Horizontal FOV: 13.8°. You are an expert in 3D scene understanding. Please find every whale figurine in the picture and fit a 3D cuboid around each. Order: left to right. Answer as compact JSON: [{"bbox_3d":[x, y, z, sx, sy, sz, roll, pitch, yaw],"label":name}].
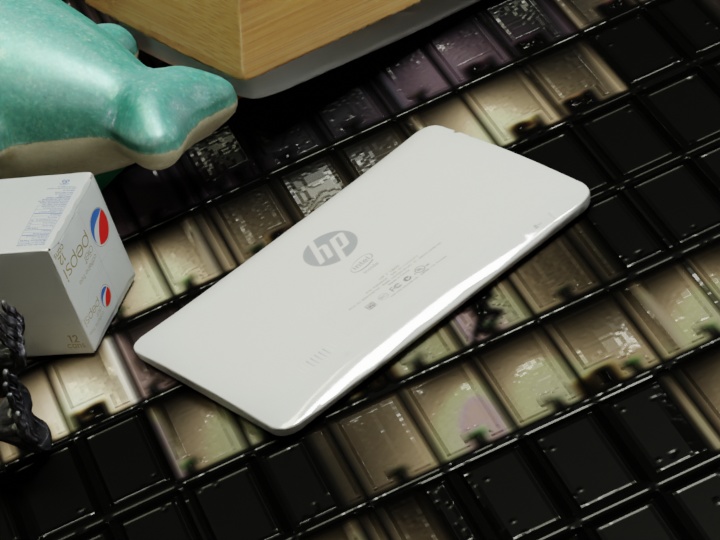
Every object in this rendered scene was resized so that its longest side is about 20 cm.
[{"bbox_3d":[-0.165,-0.101,1.521,0.200,0.104,0.159,8,31,32],"label":"whale figurine"}]

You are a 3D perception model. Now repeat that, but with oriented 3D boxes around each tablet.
[{"bbox_3d":[0.000,0.000,1.412,0.200,0.014,0.130,-37,36,-23],"label":"tablet"}]

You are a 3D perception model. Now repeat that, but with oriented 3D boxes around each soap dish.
[{"bbox_3d":[-0.029,-0.175,1.589,0.200,0.081,0.157,-27,33,-27],"label":"soap dish"}]

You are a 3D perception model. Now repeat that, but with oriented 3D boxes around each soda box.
[{"bbox_3d":[-0.219,0.002,1.479,0.200,0.068,0.064,-4,38,24],"label":"soda box"}]

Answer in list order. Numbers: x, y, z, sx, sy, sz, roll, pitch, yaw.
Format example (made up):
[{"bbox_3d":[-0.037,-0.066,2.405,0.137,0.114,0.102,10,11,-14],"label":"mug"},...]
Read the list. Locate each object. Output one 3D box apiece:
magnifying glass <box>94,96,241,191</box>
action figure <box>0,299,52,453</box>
[{"bbox_3d":[-0.141,-0.059,1.570,0.200,0.022,0.080,-32,34,-12],"label":"magnifying glass"},{"bbox_3d":[-0.251,0.068,1.377,0.200,0.102,0.119,-17,45,5],"label":"action figure"}]
